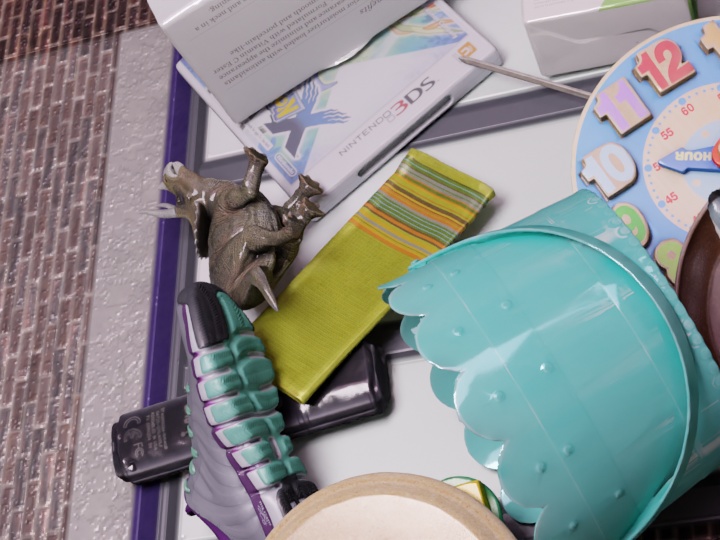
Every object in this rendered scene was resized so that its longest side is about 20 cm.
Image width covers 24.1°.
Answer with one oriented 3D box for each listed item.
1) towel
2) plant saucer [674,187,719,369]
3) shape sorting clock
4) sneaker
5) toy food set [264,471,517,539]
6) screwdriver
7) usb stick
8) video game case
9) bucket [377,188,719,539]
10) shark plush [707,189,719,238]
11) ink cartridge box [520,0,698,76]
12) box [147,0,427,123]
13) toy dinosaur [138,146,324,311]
[{"bbox_3d":[0.000,0.000,1.142,0.200,0.018,0.086,-47,43,-16],"label":"towel"},{"bbox_3d":[0.286,0.019,0.992,0.200,0.034,0.201,-5,68,12],"label":"plant saucer"},{"bbox_3d":[0.233,-0.069,1.067,0.199,0.039,0.201,-5,70,14],"label":"shape sorting clock"},{"bbox_3d":[-0.093,0.110,1.078,0.087,0.074,0.200,-28,76,25],"label":"sneaker"},{"bbox_3d":[0.020,0.217,0.979,0.197,0.049,0.201,-18,72,15],"label":"toy food set"},{"bbox_3d":[0.153,-0.125,1.155,0.200,0.028,0.029,26,104,28],"label":"screwdriver"},{"bbox_3d":[-0.075,0.096,1.134,0.199,0.033,0.056,-18,58,14],"label":"usb stick"},{"bbox_3d":[-0.021,-0.155,1.264,0.182,0.022,0.200,-40,53,-2],"label":"video game case"},{"bbox_3d":[0.117,0.061,0.968,0.135,0.207,0.207,-32,53,-1],"label":"bucket"},{"bbox_3d":[0.253,0.020,0.929,0.083,0.091,0.201,-15,71,26],"label":"shark plush"},{"bbox_3d":[0.173,-0.245,1.198,0.117,0.067,0.200,-9,59,16],"label":"ink cartridge box"},{"bbox_3d":[-0.070,-0.255,1.250,0.199,0.131,0.200,-32,53,4],"label":"box"},{"bbox_3d":[-0.075,-0.016,1.164,0.102,0.077,0.200,-53,40,22],"label":"toy dinosaur"}]
